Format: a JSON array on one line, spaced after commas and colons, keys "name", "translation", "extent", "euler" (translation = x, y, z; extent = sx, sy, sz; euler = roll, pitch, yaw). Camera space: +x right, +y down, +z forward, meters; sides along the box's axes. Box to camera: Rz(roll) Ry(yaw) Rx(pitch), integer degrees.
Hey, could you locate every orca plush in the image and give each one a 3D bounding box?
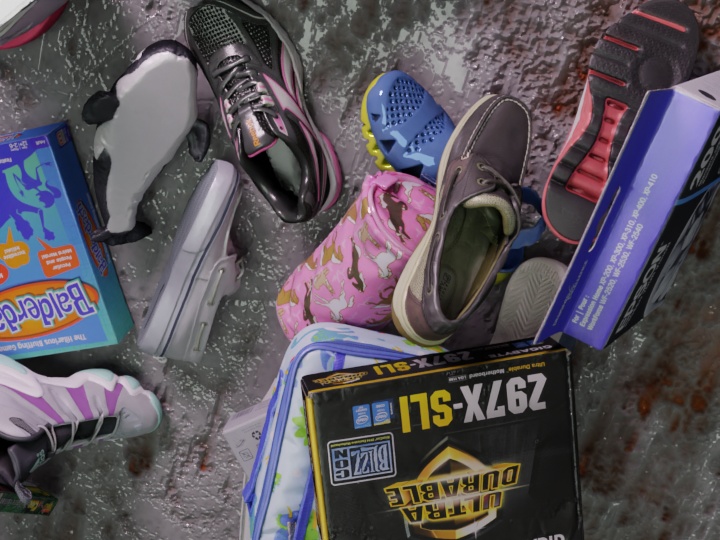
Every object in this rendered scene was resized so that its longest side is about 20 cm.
[{"name": "orca plush", "translation": [-0.180, -0.116, 0.968], "extent": [0.104, 0.072, 0.202], "euler": [1, 131, -10]}]

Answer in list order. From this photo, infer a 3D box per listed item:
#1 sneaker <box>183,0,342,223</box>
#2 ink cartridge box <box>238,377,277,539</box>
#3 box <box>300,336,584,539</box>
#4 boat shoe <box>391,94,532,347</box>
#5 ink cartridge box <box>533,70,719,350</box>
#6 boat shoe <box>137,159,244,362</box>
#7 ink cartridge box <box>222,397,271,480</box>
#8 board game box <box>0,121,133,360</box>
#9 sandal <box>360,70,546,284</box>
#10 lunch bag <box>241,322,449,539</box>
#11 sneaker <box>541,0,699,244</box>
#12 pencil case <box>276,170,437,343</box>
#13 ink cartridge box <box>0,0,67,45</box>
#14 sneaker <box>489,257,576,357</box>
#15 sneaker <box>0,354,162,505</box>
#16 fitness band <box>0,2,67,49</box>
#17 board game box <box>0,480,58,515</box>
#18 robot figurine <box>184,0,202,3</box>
[{"name": "sneaker", "translation": [-0.077, -0.128, 0.923], "extent": [0.080, 0.086, 0.201], "euler": [-29, 104, 19]}, {"name": "ink cartridge box", "translation": [-0.002, 0.194, 1.042], "extent": [0.197, 0.084, 0.147], "euler": [10, 113, 7]}, {"name": "box", "translation": [0.062, 0.144, 0.843], "extent": [0.197, 0.049, 0.162], "euler": [-8, 101, -9]}, {"name": "boat shoe", "translation": [0.086, -0.039, 0.819], "extent": [0.071, 0.066, 0.203], "euler": [31, 71, -21]}, {"name": "ink cartridge box", "translation": [0.216, -0.043, 0.840], "extent": [0.043, 0.199, 0.200], "euler": [31, 117, 23]}, {"name": "boat shoe", "translation": [-0.134, -0.005, 1.004], "extent": [0.066, 0.074, 0.201], "euler": [18, 123, -17]}, {"name": "ink cartridge box", "translation": [-0.028, 0.196, 0.981], "extent": [0.098, 0.039, 0.202], "euler": [-23, 103, 16]}, {"name": "board game box", "translation": [-0.308, -0.021, 1.036], "extent": [0.150, 0.045, 0.202], "euler": [-10, 111, 15]}, {"name": "sandal", "translation": [0.081, -0.079, 0.905], "extent": [0.200, 0.080, 0.087], "euler": [48, 148, -18]}, {"name": "lunch bag", "translation": [-0.004, 0.150, 0.900], "extent": [0.159, 0.082, 0.203], "euler": [13, 99, -10]}, {"name": "sneaker", "translation": [0.192, -0.116, 0.886], "extent": [0.073, 0.087, 0.202], "euler": [27, 91, 3]}, {"name": "pencil case", "translation": [0.000, 0.000, 0.922], "extent": [0.082, 0.087, 0.200], "euler": [16, 145, -19]}, {"name": "ink cartridge box", "translation": [-0.302, -0.269, 0.839], "extent": [0.084, 0.146, 0.201], "euler": [-30, 106, 18]}, {"name": "sneaker", "translation": [0.134, 0.088, 0.955], "extent": [0.075, 0.084, 0.202], "euler": [34, 101, 32]}, {"name": "sneaker", "translation": [-0.278, 0.154, 1.029], "extent": [0.197, 0.141, 0.078], "euler": [9, 126, -15]}, {"name": "fitness band", "translation": [-0.294, -0.280, 0.934], "extent": [0.142, 0.038, 0.201], "euler": [26, 116, -3]}, {"name": "board game box", "translation": [-0.353, 0.190, 1.056], "extent": [0.104, 0.200, 0.024], "euler": [27, 78, 8]}, {"name": "robot figurine", "translation": [-0.091, -0.291, 0.844], "extent": [0.200, 0.113, 0.170], "euler": [-41, 76, 24]}]
